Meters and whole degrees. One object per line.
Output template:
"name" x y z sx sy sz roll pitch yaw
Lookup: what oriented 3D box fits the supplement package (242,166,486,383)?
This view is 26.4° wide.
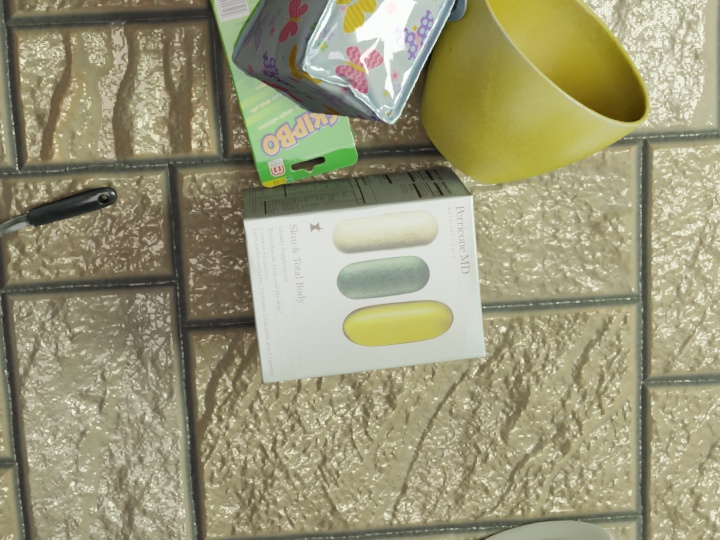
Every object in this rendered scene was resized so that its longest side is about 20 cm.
"supplement package" 0.000 0.000 1.395 0.200 0.151 0.152 -7 103 -3

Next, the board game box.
"board game box" -0.071 -0.183 1.410 0.095 0.030 0.200 -15 101 -2

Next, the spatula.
"spatula" -0.322 -0.041 1.427 0.200 0.021 0.057 -20 117 -2

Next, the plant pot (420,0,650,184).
"plant pot" 0.135 -0.160 1.363 0.200 0.200 0.142 39 122 -12

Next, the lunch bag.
"lunch bag" 0.003 -0.235 1.313 0.127 0.170 0.200 27 85 -27

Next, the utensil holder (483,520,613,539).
"utensil holder" 0.188 0.367 1.490 0.170 0.170 0.200 -14 103 -1
